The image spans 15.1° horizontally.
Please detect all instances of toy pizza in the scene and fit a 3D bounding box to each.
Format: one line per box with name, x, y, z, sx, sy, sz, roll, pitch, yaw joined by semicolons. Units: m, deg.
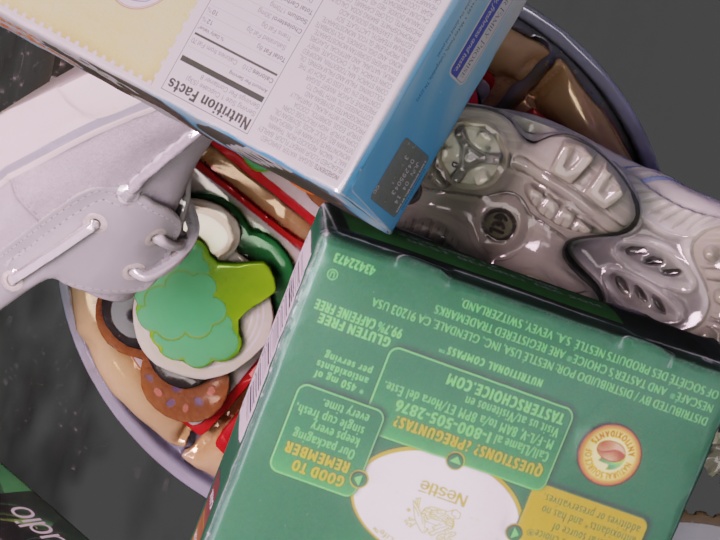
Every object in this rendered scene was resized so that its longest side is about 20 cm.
toy pizza;0.000;0.000;0.862;0.199;0.032;0.201;2;111;4

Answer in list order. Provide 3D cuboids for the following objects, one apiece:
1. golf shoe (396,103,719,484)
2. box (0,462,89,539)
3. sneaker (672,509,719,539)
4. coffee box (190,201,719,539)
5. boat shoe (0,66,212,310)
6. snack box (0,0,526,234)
golf shoe;0.098;0.006;0.792;0.199;0.097;0.079;31;103;-3
box;-0.119;0.142;0.858;0.200;0.036;0.145;33;118;38
sneaker;0.157;0.143;0.776;0.199;0.109;0.070;14;148;-9
coffee box;0.009;0.095;0.737;0.122;0.044;0.201;18;101;-8
boat shoe;-0.085;-0.022;0.822;0.199;0.072;0.069;-28;98;24
snack box;-0.044;-0.104;0.746;0.200;0.037;0.117;29;87;31
